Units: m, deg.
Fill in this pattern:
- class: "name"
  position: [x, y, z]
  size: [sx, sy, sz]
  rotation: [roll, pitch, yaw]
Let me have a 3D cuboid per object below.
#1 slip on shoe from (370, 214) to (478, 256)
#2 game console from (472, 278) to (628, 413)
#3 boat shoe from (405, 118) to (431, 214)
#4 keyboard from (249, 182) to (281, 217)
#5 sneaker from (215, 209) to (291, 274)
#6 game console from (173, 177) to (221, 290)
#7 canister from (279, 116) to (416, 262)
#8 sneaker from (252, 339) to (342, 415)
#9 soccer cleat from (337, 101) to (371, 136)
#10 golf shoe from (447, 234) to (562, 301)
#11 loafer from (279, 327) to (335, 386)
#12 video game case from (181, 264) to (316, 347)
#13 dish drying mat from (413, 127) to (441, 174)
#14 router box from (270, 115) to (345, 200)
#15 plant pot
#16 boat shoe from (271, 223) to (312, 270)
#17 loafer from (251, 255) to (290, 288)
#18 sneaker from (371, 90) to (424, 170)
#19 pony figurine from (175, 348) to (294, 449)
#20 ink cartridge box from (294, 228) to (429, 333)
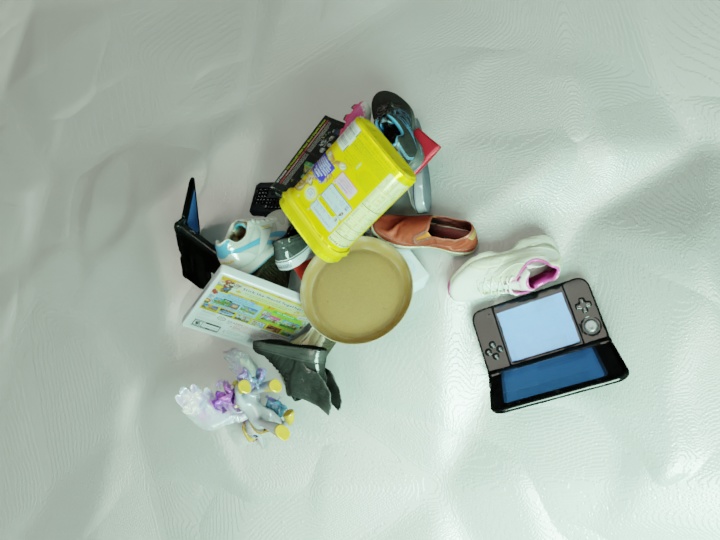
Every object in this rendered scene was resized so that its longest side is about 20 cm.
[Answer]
- class: "slip on shoe"
  position: [0.114, -0.074, 0.984]
  size: [0.198, 0.061, 0.075]
  rotation: [11, 57, 13]
- class: "game console"
  position: [0.282, 0.111, 0.849]
  size: [0.198, 0.116, 0.178]
  rotation: [-20, 70, 16]
- class: "boat shoe"
  position: [0.083, -0.195, 1.045]
  size: [0.085, 0.075, 0.204]
  rotation: [-12, 69, 19]
- class: "keyboard"
  position: [-0.151, -0.143, 1.150]
  size: [0.198, 0.040, 0.105]
  rotation: [3, 77, 24]
- class: "sneaker"
  position: [-0.197, -0.070, 1.039]
  size: [0.076, 0.081, 0.200]
  rotation: [-2, 33, 30]
- class: "game console"
  position: [-0.314, -0.056, 1.128]
  size: [0.175, 0.201, 0.117]
  rotation: [34, 59, 9]
- class: "canister"
  position: [-0.022, -0.133, 0.909]
  size: [0.200, 0.086, 0.149]
  rotation: [-43, 77, 23]
- class: "sneaker"
  position: [-0.118, 0.183, 0.967]
  size: [0.198, 0.060, 0.106]
  rotation: [3, 90, 34]
- class: "soccer cleat"
  position: [-0.009, -0.220, 1.016]
  size: [0.086, 0.070, 0.201]
  rotation: [23, 75, 11]
- class: "golf shoe"
  position: [0.239, 0.009, 0.910]
  size: [0.199, 0.076, 0.092]
  rotation: [-25, 27, 16]
- class: "loafer"
  position: [-0.095, 0.142, 1.031]
  size: [0.068, 0.076, 0.201]
  rotation: [27, 88, 20]
- class: "video game case"
  position: [-0.199, 0.078, 0.996]
  size: [0.182, 0.199, 0.023]
  rotation: [-43, 35, 38]
- class: "dish drying mat"
  position: [0.057, -0.170, 1.003]
  size: [0.200, 0.018, 0.077]
  rotation: [-45, 50, 8]
- class: "router box"
  position: [-0.060, -0.199, 1.087]
  size: [0.149, 0.062, 0.201]
  rotation: [28, 74, 25]
- class: "plant pot"
  position: [-0.006, 0.035, 0.950]
  size: [0.198, 0.028, 0.202]
  rotation: [-4, 65, 8]
- class: "boat shoe"
  position: [-0.112, -0.066, 1.034]
  size: [0.068, 0.200, 0.057]
  rotation: [-11, 112, 18]
- class: "loafer"
  position: [-0.180, 0.005, 1.079]
  size: [0.067, 0.076, 0.201]
  rotation: [-24, 28, 33]
- class: "sneaker"
  position: [0.059, -0.269, 0.984]
  size: [0.073, 0.082, 0.201]
  rotation: [-32, 52, 18]
- class: "pony figurine"
  position: [-0.209, 0.239, 0.987]
  size: [0.194, 0.166, 0.200]
  rotation: [50, 144, -2]
- class: "ink cartridge box"
  position: [0.000, 0.000, 0.993]
  size: [0.199, 0.047, 0.161]
  rotation: [-26, 64, -21]
